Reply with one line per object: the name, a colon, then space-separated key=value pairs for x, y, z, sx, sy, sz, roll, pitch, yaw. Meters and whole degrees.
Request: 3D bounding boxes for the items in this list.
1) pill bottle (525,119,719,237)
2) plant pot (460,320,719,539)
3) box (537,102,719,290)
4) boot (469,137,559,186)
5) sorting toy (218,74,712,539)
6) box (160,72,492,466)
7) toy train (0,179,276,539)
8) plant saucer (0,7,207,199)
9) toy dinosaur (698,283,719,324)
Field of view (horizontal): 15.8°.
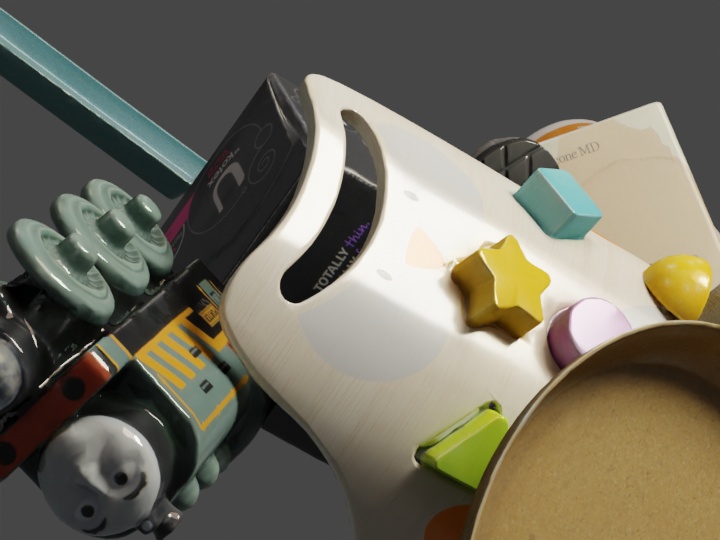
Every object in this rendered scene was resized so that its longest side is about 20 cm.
pill bottle: x=0.183 y=-0.013 z=1.786 sx=0.112 sy=0.112 sz=0.200 roll=26 pitch=16 yaw=-40
plant pot: x=0.104 y=0.117 z=0.939 sx=0.200 sy=0.200 sz=0.027 roll=28 pitch=-15 yaw=-35
box: x=0.148 y=0.024 z=1.357 sx=0.078 sy=0.095 sz=0.200 roll=110 pitch=-42 yaw=-75
boot: x=0.064 y=0.004 z=1.326 sx=0.070 sy=0.200 sz=0.132 roll=-13 pitch=30 yaw=-11
sorting toy: x=0.030 y=0.016 z=0.992 sx=0.180 sy=0.107 sz=0.200 roll=36 pitch=52 yaw=-24
box: x=0.015 y=0.022 z=1.157 sx=0.200 sy=0.122 sz=0.106 roll=31 pitch=13 yaw=-25
toy train: x=-0.090 y=0.034 z=0.934 sx=0.114 sy=0.085 sz=0.200 roll=46 pitch=12 yaw=-2
plant saucer: x=-0.166 y=-0.102 z=1.382 sx=0.200 sy=0.019 sz=0.070 roll=37 pitch=12 yaw=1
toy dinosaur: x=0.127 y=0.063 z=1.201 sx=0.058 sy=0.200 sz=0.101 roll=14 pitch=43 yaw=-48
